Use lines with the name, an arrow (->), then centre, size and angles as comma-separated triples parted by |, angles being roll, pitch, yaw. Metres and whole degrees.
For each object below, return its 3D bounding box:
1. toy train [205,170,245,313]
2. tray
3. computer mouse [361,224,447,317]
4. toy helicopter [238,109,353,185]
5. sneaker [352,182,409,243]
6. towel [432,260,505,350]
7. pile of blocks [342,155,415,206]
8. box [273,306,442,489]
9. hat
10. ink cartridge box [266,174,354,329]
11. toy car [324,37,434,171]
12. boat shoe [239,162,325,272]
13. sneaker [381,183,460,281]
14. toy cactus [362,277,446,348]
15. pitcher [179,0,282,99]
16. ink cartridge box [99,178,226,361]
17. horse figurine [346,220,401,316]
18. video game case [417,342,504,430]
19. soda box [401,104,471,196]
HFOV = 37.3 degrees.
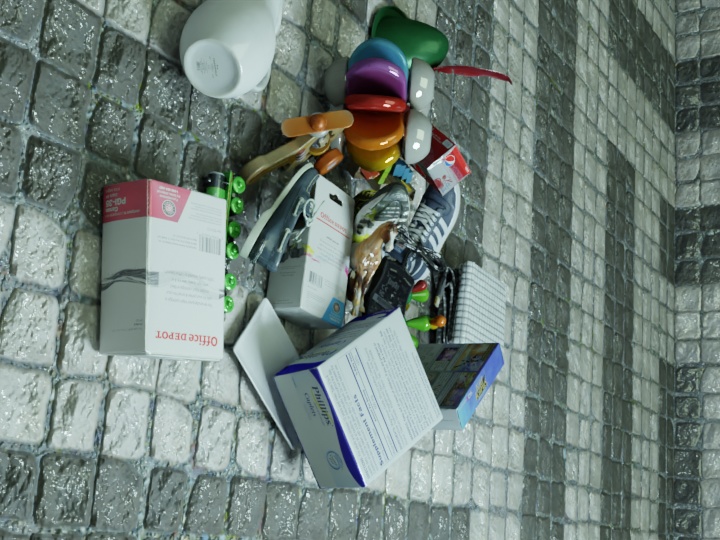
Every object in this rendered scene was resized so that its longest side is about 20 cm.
toy train -> -0.189, -0.038, 1.411 | 0.056, 0.041, 0.204 | 16, 73, -46
tray -> -0.121, 0.148, 1.516 | 0.108, 0.022, 0.202 | -60, 135, -42
computer mouse -> 0.067, 0.037, 1.710 | 0.139, 0.046, 0.203 | 33, 58, -27
toy helicopter -> -0.090, -0.176, 1.521 | 0.199, 0.132, 0.079 | -33, 85, -37
sneaker -> 0.015, -0.094, 1.650 | 0.073, 0.200, 0.086 | 6, 64, -22
towel -> 0.202, 0.088, 2.000 | 0.199, 0.084, 0.169 | 27, 65, -56
pile of blocks -> 0.053, -0.154, 1.762 | 0.062, 0.082, 0.199 | 52, 13, 33
box -> -0.001, 0.183, 1.537 | 0.199, 0.104, 0.187 | -32, 103, -44
hat -> 0.138, -0.390, 1.854 | 0.199, 0.173, 0.169 | -18, 102, -57
ink cartridge box -> -0.071, -0.025, 1.573 | 0.115, 0.067, 0.204 | 31, 61, -54
toy car -> 0.024, -0.262, 1.627 | 0.150, 0.171, 0.204 | 75, 20, -69
boat shoe -> -0.097, -0.074, 1.467 | 0.061, 0.075, 0.201 | 32, 41, -2
sneaker -> 0.100, -0.071, 1.805 | 0.108, 0.070, 0.203 | -6, 121, -54
toy cactus -> 0.050, 0.069, 1.748 | 0.200, 0.101, 0.166 | -46, 112, -30
pitcher -> -0.162, -0.292, 1.428 | 0.201, 0.119, 0.174 | -70, 158, -51
ink cartridge box -> -0.236, 0.005, 1.285 | 0.146, 0.081, 0.204 | 13, 75, -58
horse figurine -> 0.000, 0.000, 1.626 | 0.049, 0.200, 0.135 | 15, 78, -11
video game case -> 0.120, 0.188, 1.756 | 0.200, 0.178, 0.046 | -46, 124, -50
soda box -> 0.100, -0.207, 1.765 | 0.063, 0.200, 0.070 | -38, 131, -1
